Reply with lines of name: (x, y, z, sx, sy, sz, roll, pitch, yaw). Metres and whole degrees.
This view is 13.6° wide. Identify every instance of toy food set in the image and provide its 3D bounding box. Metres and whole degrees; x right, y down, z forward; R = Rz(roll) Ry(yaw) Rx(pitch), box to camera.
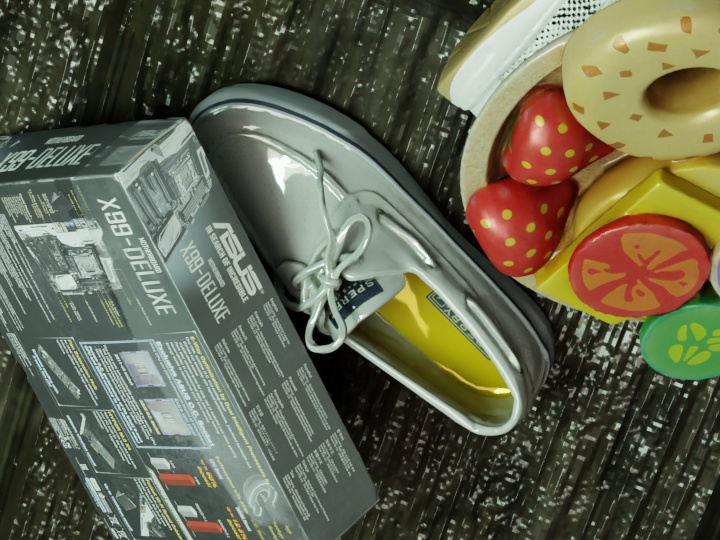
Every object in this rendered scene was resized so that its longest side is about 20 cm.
toy food set: (0.141, -0.038, 1.260, 0.197, 0.049, 0.200, 24, 132, -27)

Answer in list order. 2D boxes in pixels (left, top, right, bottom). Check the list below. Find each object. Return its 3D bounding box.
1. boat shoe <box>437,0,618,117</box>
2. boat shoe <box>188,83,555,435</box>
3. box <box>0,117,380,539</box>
boat shoe: (0.116, -0.123, 1.252, 0.069, 0.071, 0.200, 39, 128, -7)
boat shoe: (-0.002, 0.004, 1.335, 0.202, 0.086, 0.075, 43, 118, -9)
box: (-0.095, 0.032, 1.354, 0.157, 0.050, 0.201, -3, 120, 51)
